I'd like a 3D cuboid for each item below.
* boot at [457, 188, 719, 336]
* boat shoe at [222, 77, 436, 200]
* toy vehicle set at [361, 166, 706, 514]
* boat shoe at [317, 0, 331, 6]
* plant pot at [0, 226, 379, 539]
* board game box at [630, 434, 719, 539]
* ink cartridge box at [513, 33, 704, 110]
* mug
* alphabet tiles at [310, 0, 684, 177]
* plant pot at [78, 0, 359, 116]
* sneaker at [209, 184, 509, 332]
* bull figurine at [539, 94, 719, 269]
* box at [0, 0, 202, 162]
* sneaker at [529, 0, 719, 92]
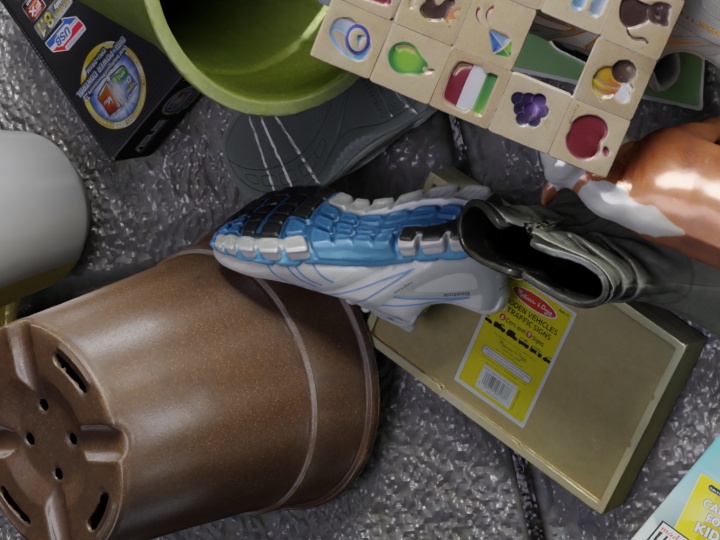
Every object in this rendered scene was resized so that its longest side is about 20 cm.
[{"bbox_3d":[0.159,0.006,1.077,0.200,0.131,0.068,23,112,31],"label":"boot"},{"bbox_3d":[-0.007,-0.100,1.227,0.202,0.065,0.074,-30,83,40],"label":"boat shoe"},{"bbox_3d":[0.101,0.041,1.190,0.200,0.027,0.124,36,118,26],"label":"toy vehicle set"},{"bbox_3d":[0.069,-0.183,1.031,0.200,0.074,0.067,-30,123,6],"label":"boat shoe"},{"bbox_3d":[-0.126,0.083,1.241,0.200,0.198,0.200,13,110,40],"label":"plant pot"},{"bbox_3d":[0.233,0.143,0.989,0.151,0.200,0.047,37,138,14],"label":"board game box"},{"bbox_3d":[0.145,-0.203,1.103,0.145,0.048,0.200,17,123,33],"label":"ink cartridge box"},{"bbox_3d":[-0.282,-0.024,1.378,0.149,0.153,0.187,52,124,17],"label":"mug"},{"bbox_3d":[0.088,-0.168,0.981,0.167,0.008,0.200,23,105,-2],"label":"alphabet tiles"},{"bbox_3d":[-0.100,-0.205,1.152,0.190,0.200,0.200,19,110,46],"label":"plant pot"},{"bbox_3d":[0.000,0.000,1.189,0.200,0.075,0.087,3,127,29],"label":"sneaker"},{"bbox_3d":[0.193,-0.044,1.043,0.200,0.121,0.065,31,136,26],"label":"bull figurine"},{"bbox_3d":[-0.144,-0.197,1.314,0.200,0.044,0.160,-45,72,33],"label":"box"},{"bbox_3d":[0.130,-0.137,1.071,0.200,0.076,0.092,3,127,45],"label":"sneaker"}]
